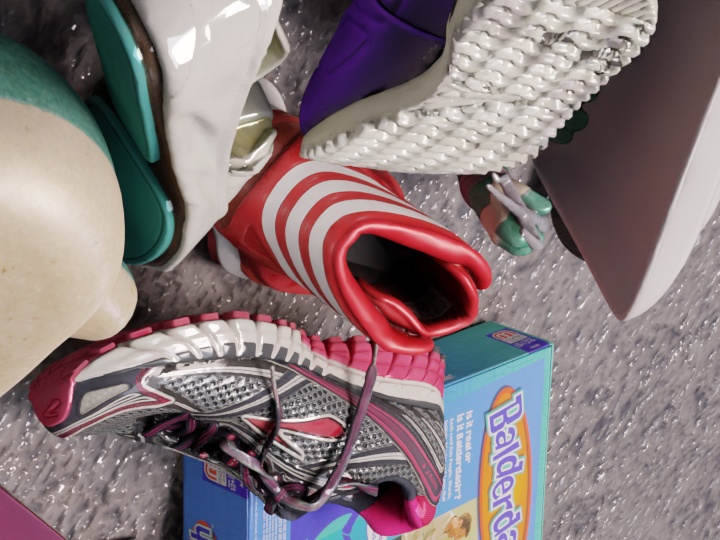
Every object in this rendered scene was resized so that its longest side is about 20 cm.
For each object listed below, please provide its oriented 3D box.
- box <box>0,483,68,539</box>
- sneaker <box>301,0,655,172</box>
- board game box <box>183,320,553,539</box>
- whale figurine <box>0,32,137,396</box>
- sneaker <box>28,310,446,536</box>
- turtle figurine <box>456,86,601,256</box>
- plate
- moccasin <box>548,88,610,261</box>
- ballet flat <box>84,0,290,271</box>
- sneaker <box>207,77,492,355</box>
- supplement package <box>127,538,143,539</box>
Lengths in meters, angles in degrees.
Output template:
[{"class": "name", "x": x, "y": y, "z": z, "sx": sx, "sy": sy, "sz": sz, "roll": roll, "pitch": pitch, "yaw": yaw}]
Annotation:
[{"class": "box", "x": -0.156, "y": 0.191, "z": 0.886, "sx": 0.097, "sy": 0.176, "sz": 0.200, "roll": -13, "pitch": 128, "yaw": -46}, {"class": "sneaker", "x": 0.037, "y": -0.097, "z": 0.790, "sx": 0.069, "sy": 0.200, "sz": 0.100, "roll": 5, "pitch": 73, "yaw": -22}, {"class": "board game box", "x": 0.006, "y": 0.121, "z": 1.121, "sx": 0.200, "sy": 0.045, "sz": 0.152, "roll": -17, "pitch": 116, "yaw": -43}, {"class": "whale figurine", "x": -0.154, "y": -0.004, "z": 0.815, "sx": 0.159, "sy": 0.104, "sz": 0.200, "roll": -1, "pitch": 144, "yaw": -20}, {"class": "sneaker", "x": -0.039, "y": 0.061, "z": 0.974, "sx": 0.200, "sy": 0.081, "sz": 0.075, "roll": 9, "pitch": 71, "yaw": -39}, {"class": "turtle figurine", "x": 0.059, "y": -0.093, "z": 0.949, "sx": 0.150, "sy": 0.101, "sz": 0.200, "roll": -66, "pitch": 173, "yaw": 12}, {"class": "plate", "x": 0.132, "y": -0.100, "z": 1.012, "sx": 0.032, "sy": 0.200, "sz": 0.200, "roll": 15, "pitch": 110, "yaw": -13}, {"class": "moccasin", "x": 0.150, "y": -0.094, "z": 1.137, "sx": 0.078, "sy": 0.074, "sz": 0.202, "roll": 22, "pitch": 90, "yaw": -47}, {"class": "ballet flat", "x": -0.054, "y": -0.053, "z": 0.808, "sx": 0.069, "sy": 0.069, "sz": 0.200, "roll": -44, "pitch": 171, "yaw": -19}, {"class": "sneaker", "x": 0.000, "y": 0.000, "z": 0.952, "sx": 0.078, "sy": 0.116, "sz": 0.200, "roll": -50, "pitch": 160, "yaw": 6}, {"class": "supplement package", "x": -0.121, "y": 0.229, "z": 1.013, "sx": 0.117, "sy": 0.117, "sz": 0.200, "roll": -4, "pitch": 120, "yaw": -50}]
